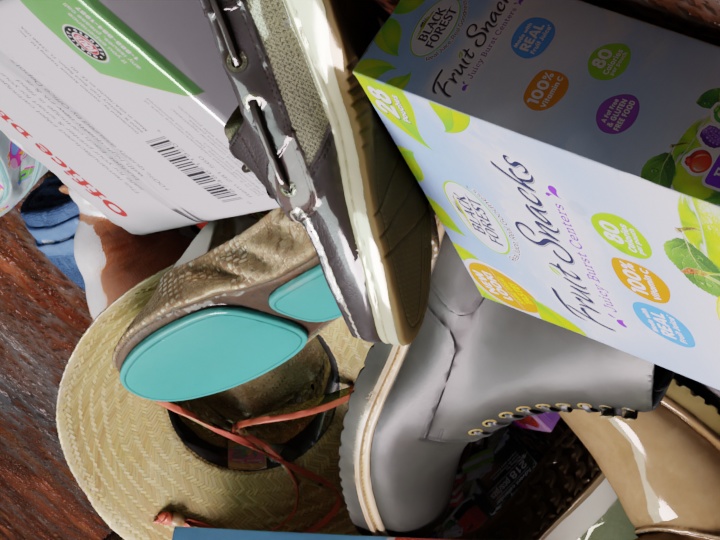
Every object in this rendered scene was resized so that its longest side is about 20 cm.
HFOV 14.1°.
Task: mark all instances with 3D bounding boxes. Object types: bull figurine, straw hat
[{"bbox_3d":[-0.090,0.031,1.478,0.121,0.201,0.065,2,168,-35],"label":"bull figurine"},{"bbox_3d":[-0.054,0.046,1.397,0.201,0.201,0.085,45,-160,-31],"label":"straw hat"}]

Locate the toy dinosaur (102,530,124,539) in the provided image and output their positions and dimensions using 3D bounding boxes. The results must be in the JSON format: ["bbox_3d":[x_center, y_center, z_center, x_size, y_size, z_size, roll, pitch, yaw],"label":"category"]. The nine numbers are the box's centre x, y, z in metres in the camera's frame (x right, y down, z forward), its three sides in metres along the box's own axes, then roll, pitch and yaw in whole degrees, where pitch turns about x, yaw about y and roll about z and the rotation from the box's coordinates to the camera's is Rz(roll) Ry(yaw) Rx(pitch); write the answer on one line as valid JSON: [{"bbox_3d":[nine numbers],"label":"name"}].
[{"bbox_3d":[-0.120,0.120,1.751,0.105,0.199,0.181,64,165,-6],"label":"toy dinosaur"}]

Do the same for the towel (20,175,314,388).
[{"bbox_3d":[-0.097,0.021,1.610,0.200,0.049,0.112,40,162,-19],"label":"towel"}]

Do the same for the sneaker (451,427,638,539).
[{"bbox_3d":[0.095,0.160,1.475,0.090,0.067,0.200,29,121,-27],"label":"sneaker"}]

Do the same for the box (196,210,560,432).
[{"bbox_3d":[0.000,0.000,1.406,0.200,0.039,0.137,44,158,-29],"label":"box"}]

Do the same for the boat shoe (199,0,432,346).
[{"bbox_3d":[-0.021,-0.062,1.133,0.064,0.073,0.201,-7,112,19],"label":"boat shoe"}]

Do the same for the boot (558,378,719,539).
[{"bbox_3d":[0.113,0.153,1.341,0.175,0.200,0.066,34,165,-1],"label":"boot"}]

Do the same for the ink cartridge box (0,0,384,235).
[{"bbox_3d":[-0.091,-0.095,1.246,0.146,0.085,0.200,40,161,-19],"label":"ink cartridge box"}]

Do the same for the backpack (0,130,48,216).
[{"bbox_3d":[-0.217,-0.079,1.437,0.167,0.127,0.200,43,157,-18],"label":"backpack"}]

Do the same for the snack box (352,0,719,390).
[{"bbox_3d":[0.115,-0.024,1.107,0.199,0.068,0.169,23,160,34],"label":"snack box"}]

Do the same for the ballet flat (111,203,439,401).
[{"bbox_3d":[-0.036,-0.002,1.263,0.070,0.066,0.200,23,146,-36],"label":"ballet flat"}]

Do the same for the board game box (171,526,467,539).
[{"bbox_3d":[-0.005,0.192,1.404,0.152,0.040,0.200,2,145,9],"label":"board game box"}]

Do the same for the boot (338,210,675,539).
[{"bbox_3d":[0.070,0.060,1.283,0.138,0.077,0.201,22,131,19],"label":"boot"}]

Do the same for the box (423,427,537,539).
[{"bbox_3d":[0.011,0.159,1.533,0.137,0.200,0.038,49,174,-40],"label":"box"}]
